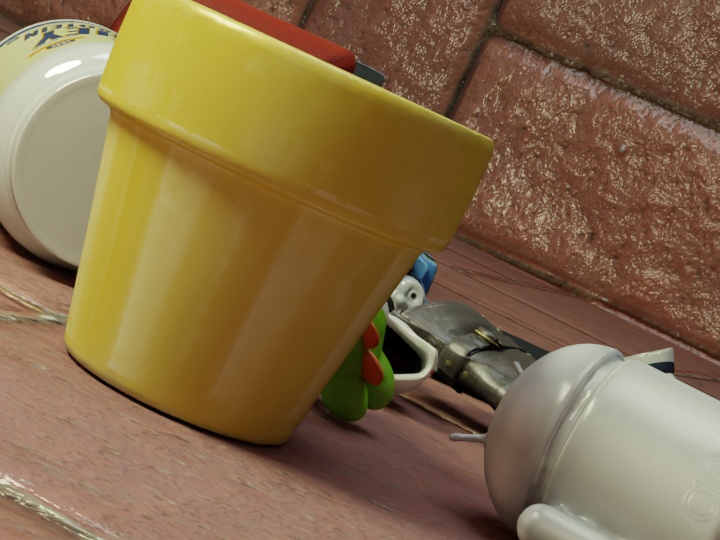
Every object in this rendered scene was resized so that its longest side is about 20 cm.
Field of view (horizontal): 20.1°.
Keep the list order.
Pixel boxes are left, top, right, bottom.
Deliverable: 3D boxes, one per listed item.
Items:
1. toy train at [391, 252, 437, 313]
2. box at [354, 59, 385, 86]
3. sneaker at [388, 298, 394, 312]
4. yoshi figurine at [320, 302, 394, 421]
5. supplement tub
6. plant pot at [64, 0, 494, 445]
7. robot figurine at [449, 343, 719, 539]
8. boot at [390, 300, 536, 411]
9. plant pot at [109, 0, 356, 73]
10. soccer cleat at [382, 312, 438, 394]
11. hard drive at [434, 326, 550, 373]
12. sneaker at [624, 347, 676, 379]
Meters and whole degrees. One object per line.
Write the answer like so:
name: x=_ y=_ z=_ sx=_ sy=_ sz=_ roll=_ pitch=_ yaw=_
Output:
toy train: x=0.009 y=0.000 z=1.735 sx=0.114 sy=0.087 sz=0.200 roll=30 pitch=4 yaw=-6
box: x=-0.093 y=-0.141 z=2.024 sx=0.123 sy=0.201 sz=0.198 roll=23 pitch=6 yaw=-23
sneaker: x=0.000 y=0.000 z=1.453 sx=0.073 sy=0.112 sz=0.200 roll=49 pitch=18 yaw=19
yoshi figurine: x=-0.042 y=-0.007 z=1.207 sx=0.112 sy=0.201 sz=0.112 roll=-17 pitch=6 yaw=6
supplement tub: x=-0.178 y=-0.081 z=1.316 sx=0.144 sy=0.146 sz=0.200 roll=22 pitch=5 yaw=-21
plant pot: x=-0.057 y=-0.022 z=1.047 sx=0.200 sy=0.190 sz=0.201 roll=24 pitch=6 yaw=-3
robot figurine: x=0.149 y=0.111 z=1.074 sx=0.199 sy=0.114 sz=0.169 roll=26 pitch=34 yaw=21
boot: x=0.127 y=0.079 z=1.428 sx=0.174 sy=0.070 sz=0.199 roll=40 pitch=15 yaw=36
plant pot: x=-0.149 y=-0.126 z=1.760 sx=0.199 sy=0.201 sz=0.176 roll=26 pitch=18 yaw=12
soccer cleat: x=-0.039 y=0.024 z=1.323 sx=0.199 sy=0.069 sz=0.085 roll=28 pitch=-11 yaw=-15
hard drive: x=0.112 y=0.075 z=1.663 sx=0.134 sy=0.043 sz=0.200 roll=24 pitch=5 yaw=-2
sneaker: x=0.213 y=0.121 z=1.577 sx=0.076 sy=0.081 sz=0.200 roll=-16 pitch=-15 yaw=1
